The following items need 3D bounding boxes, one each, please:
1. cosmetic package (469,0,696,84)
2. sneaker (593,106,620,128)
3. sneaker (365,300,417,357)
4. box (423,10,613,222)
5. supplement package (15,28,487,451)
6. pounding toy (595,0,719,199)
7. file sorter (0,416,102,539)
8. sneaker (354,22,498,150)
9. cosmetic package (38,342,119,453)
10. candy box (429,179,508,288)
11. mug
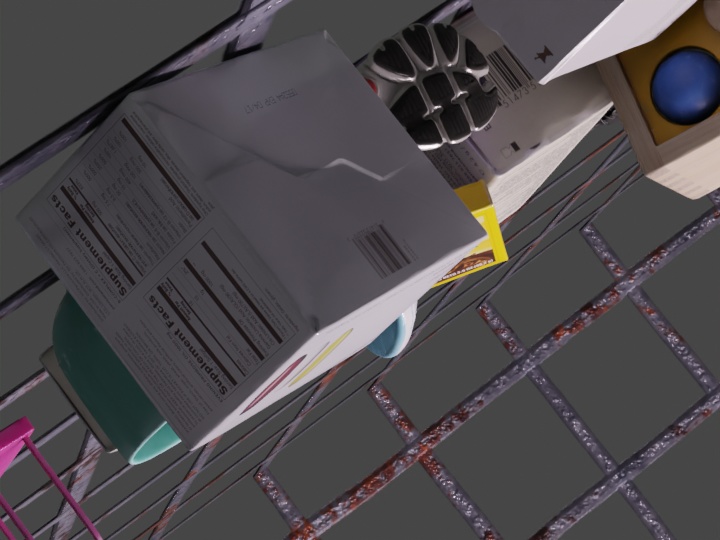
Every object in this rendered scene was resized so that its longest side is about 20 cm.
[{"bbox_3d":[0.137,-0.188,1.257,0.085,0.108,0.200,-42,173,28],"label":"cosmetic package"},{"bbox_3d":[0.267,-0.184,2.091,0.090,0.076,0.200,-31,170,-12],"label":"sneaker"},{"bbox_3d":[0.047,-0.028,1.706,0.130,0.079,0.201,-38,147,-32],"label":"sneaker"},{"bbox_3d":[0.076,-0.097,1.510,0.128,0.109,0.200,-34,172,-28],"label":"box"},{"bbox_3d":[-0.054,-0.022,1.133,0.111,0.156,0.200,-42,173,33],"label":"supplement package"},{"bbox_3d":[0.246,-0.183,1.378,0.199,0.185,0.142,-29,161,22],"label":"pounding toy"},{"bbox_3d":[-0.309,0.232,1.569,0.200,0.126,0.139,-33,172,-36],"label":"file sorter"},{"bbox_3d":[-0.002,-0.098,1.343,0.199,0.081,0.083,-24,-179,-28],"label":"sneaker"},{"bbox_3d":[-0.137,0.060,1.507,0.103,0.087,0.200,-38,173,12],"label":"cosmetic package"},{"bbox_3d":[0.000,0.000,1.432,0.199,0.027,0.102,-20,155,2],"label":"candy box"},{"bbox_3d":[-0.108,0.026,1.324,0.152,0.115,0.185,-43,172,33],"label":"mug"}]
